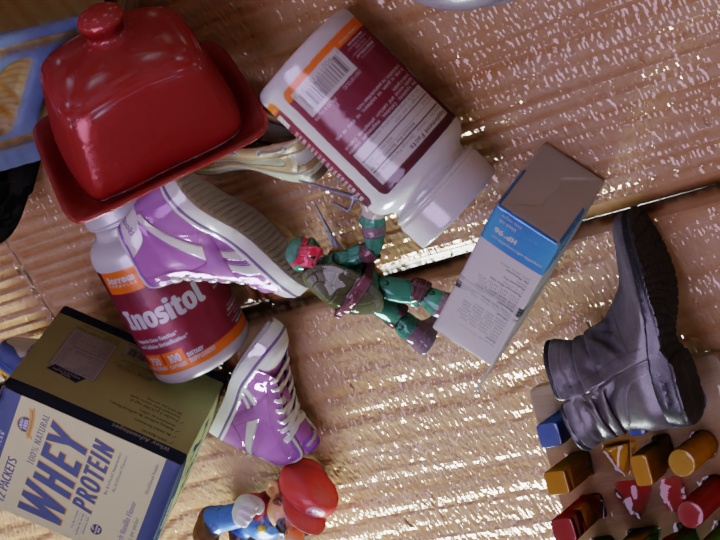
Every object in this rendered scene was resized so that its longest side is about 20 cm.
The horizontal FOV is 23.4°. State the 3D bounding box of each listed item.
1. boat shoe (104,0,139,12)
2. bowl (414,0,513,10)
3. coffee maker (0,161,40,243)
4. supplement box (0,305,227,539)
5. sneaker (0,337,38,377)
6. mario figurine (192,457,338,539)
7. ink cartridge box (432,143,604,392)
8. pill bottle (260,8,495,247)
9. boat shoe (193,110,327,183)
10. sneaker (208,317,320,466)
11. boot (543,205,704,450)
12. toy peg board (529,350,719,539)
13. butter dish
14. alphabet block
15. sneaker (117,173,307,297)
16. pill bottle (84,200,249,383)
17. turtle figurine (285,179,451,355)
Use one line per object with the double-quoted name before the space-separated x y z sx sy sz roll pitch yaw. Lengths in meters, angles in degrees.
"boat shoe" -0.228 -0.186 1.688 0.064 0.072 0.202 4 122 -14
"bowl" 0.066 -0.290 1.410 0.199 0.090 0.203 16 129 21
"coffee maker" -0.441 -0.140 1.797 0.198 0.135 0.194 21 129 16
"supplement box" -0.267 0.168 1.795 0.198 0.200 0.135 23 114 0
"sneaker" -0.314 0.089 1.930 0.198 0.075 0.089 10 118 15
"mario figurine" -0.099 0.280 1.894 0.199 0.123 0.107 -29 91 45
"ink cartridge box" 0.133 0.000 1.553 0.067 0.116 0.201 32 132 8
"pill bottle" 0.018 -0.124 1.539 0.200 0.114 0.114 44 133 -3
"boat shoe" -0.123 -0.133 1.632 0.198 0.072 0.076 6 162 28
"sneaker" -0.082 0.133 1.816 0.114 0.073 0.201 31 143 5
"boot" 0.215 0.054 1.528 0.131 0.069 0.202 -14 85 35
"toy peg board" 0.252 0.197 1.586 0.198 0.098 0.201 -14 96 34
"butter dish" -0.207 -0.169 1.534 0.200 0.198 0.149 57 170 51
"alphabet block" -0.379 -0.221 1.623 0.200 0.195 0.196 49 135 22
"sneaker" -0.149 -0.014 1.687 0.114 0.073 0.200 -41 126 19
"pill bottle" -0.203 0.004 1.765 0.112 0.113 0.201 -13 114 37
"turtle figurine" 0.000 0.000 1.640 0.199 0.101 0.150 32 158 -12
